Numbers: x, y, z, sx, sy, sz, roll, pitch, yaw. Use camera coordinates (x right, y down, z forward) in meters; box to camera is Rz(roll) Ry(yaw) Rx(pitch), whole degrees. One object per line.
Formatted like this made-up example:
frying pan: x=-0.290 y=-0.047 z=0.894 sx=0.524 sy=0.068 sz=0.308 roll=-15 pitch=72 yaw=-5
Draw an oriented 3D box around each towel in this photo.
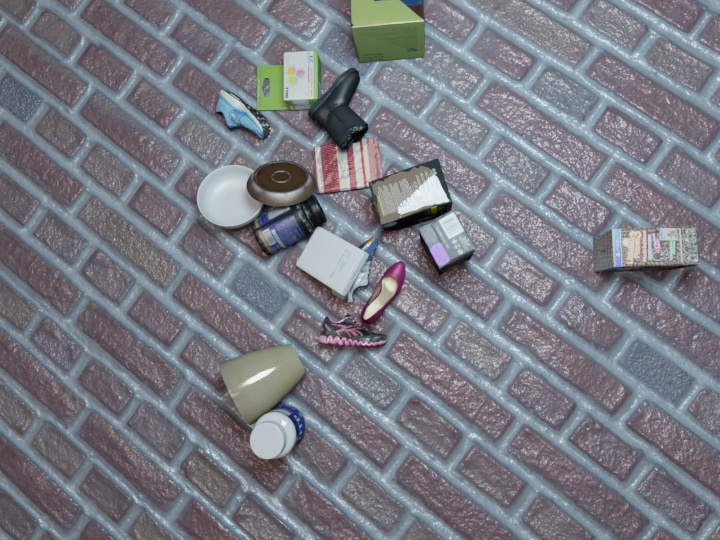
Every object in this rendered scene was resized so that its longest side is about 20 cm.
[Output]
towel: x=-0.036 y=-0.306 z=1.564 sx=0.198 sy=0.023 sz=0.146 roll=-7 pitch=85 yaw=7

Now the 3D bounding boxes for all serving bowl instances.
serving bowl: x=-0.373 y=-0.206 z=1.565 sx=0.198 sy=0.066 sz=0.202 roll=0 pitch=68 yaw=0

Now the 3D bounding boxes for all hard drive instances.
hard drive: x=-0.082 y=-0.029 z=1.499 sx=0.199 sy=0.027 sz=0.133 roll=30 pitch=90 yaw=37

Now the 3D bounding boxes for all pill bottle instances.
pill bottle: x=-0.223 y=0.436 z=1.435 sx=0.118 sy=0.200 sz=0.121 roll=-1 pitch=86 yaw=7
pill bottle: x=-0.202 y=-0.134 z=1.525 sx=0.199 sy=0.112 sz=0.113 roll=-26 pitch=82 yaw=4

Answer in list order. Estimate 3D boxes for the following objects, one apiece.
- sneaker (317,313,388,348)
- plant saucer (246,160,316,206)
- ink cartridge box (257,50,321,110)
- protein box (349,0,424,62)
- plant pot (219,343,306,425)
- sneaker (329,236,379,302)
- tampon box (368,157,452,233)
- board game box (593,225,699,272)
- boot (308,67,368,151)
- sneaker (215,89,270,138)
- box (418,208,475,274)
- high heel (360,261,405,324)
sneaker: x=-0.019 y=0.169 z=1.502 sx=0.198 sy=0.079 sz=0.096 roll=4 pitch=74 yaw=7
plant saucer: x=-0.225 y=-0.257 z=1.518 sx=0.198 sy=0.032 sz=0.201 roll=3 pitch=46 yaw=-3
ink cartridge box: x=-0.218 y=-0.558 z=1.579 sx=0.198 sy=0.076 sz=0.149 roll=-1 pitch=85 yaw=4
protein box: x=0.080 y=-0.698 z=1.491 sx=0.196 sy=0.200 sz=0.136 roll=-2 pitch=85 yaw=7
plant pot: x=-0.258 y=0.292 z=1.476 sx=0.199 sy=0.187 sz=0.188 roll=-28 pitch=82 yaw=-9
sneaker: x=0.000 y=0.000 z=1.517 sx=0.088 sy=0.075 sz=0.201 roll=37 pitch=96 yaw=-4
tampon box: x=0.138 y=-0.198 z=1.467 sx=0.198 sy=0.150 sz=0.127 roll=-18 pitch=83 yaw=6
board game box: x=0.726 y=-0.052 z=1.373 sx=0.198 sy=0.159 sz=0.098 roll=-2 pitch=85 yaw=8
boot: x=-0.031 y=-0.461 z=1.536 sx=0.200 sy=0.076 sz=0.168 roll=-45 pitch=74 yaw=-1
sneaker: x=-0.355 y=-0.453 z=1.604 sx=0.200 sy=0.078 sz=0.090 roll=40 pitch=109 yaw=13
box: x=0.227 y=-0.070 z=1.419 sx=0.105 sy=0.200 sz=0.123 roll=-28 pitch=82 yaw=4
high heel: x=0.068 y=0.061 z=1.481 sx=0.067 sy=0.096 sz=0.201 roll=27 pitch=89 yaw=9
